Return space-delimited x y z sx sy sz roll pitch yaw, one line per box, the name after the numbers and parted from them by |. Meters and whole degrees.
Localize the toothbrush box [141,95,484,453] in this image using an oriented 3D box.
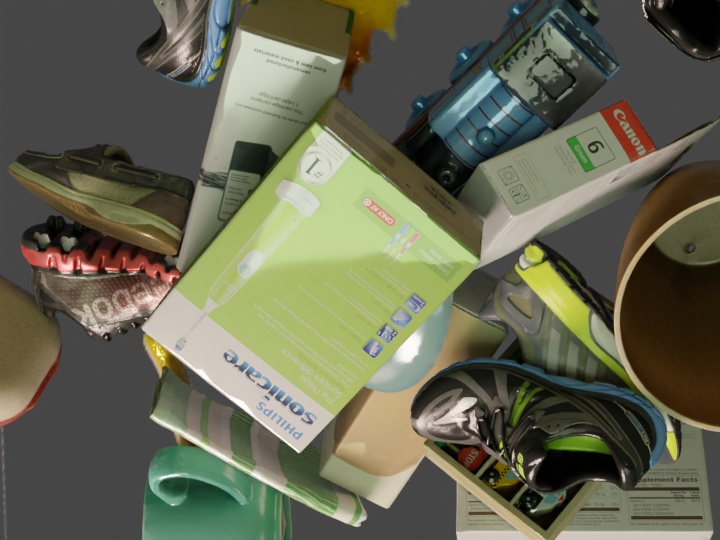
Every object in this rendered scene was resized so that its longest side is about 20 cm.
-0.032 0.003 0.880 0.146 0.086 0.200 39 109 -8 | toothbrush box

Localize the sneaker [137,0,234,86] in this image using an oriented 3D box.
-0.131 -0.236 0.943 0.083 0.071 0.200 11 118 -7 | sneaker

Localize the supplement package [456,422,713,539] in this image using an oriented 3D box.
0.183 0.197 1.064 0.200 0.111 0.156 -1 149 6 | supplement package

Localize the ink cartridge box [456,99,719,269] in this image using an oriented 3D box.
0.166 -0.076 0.951 0.200 0.109 0.050 -26 77 -20 | ink cartridge box

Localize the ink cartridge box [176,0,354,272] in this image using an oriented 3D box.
-0.073 -0.102 0.966 0.083 0.147 0.200 16 115 -6 | ink cartridge box

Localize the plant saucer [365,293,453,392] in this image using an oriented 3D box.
0.000 0.000 0.992 0.027 0.200 0.200 -7 121 -35 | plant saucer

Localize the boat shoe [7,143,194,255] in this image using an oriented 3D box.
-0.204 -0.068 1.004 0.066 0.201 0.072 -60 140 -10 | boat shoe

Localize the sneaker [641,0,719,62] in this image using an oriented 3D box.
0.224 -0.244 0.896 0.077 0.111 0.200 -19 111 13 | sneaker

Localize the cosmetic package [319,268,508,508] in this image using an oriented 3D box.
0.043 0.091 1.067 0.071 0.105 0.200 27 112 -9 | cosmetic package

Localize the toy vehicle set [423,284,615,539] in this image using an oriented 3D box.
0.161 0.110 1.010 0.124 0.200 0.027 35 158 23 | toy vehicle set

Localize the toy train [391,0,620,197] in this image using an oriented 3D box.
0.106 -0.130 0.955 0.087 0.114 0.200 42 111 -13 | toy train

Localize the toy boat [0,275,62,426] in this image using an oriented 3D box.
-0.370 0.062 1.093 0.200 0.131 0.131 33 142 -10 | toy boat

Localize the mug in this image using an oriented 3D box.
-0.123 0.230 1.101 0.114 0.185 0.152 -2 82 2 | mug

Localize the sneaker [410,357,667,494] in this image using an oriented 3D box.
0.123 0.118 0.925 0.200 0.083 0.071 7 129 29 | sneaker

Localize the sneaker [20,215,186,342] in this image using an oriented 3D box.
-0.190 0.015 1.068 0.200 0.071 0.098 8 111 3 | sneaker

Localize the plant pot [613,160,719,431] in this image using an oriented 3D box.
0.276 -0.009 0.948 0.186 0.200 0.186 2 115 4 | plant pot

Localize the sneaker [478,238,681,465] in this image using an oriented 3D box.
0.173 0.073 0.967 0.081 0.074 0.200 -40 86 20 | sneaker

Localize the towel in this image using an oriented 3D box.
-0.089 0.151 1.084 0.200 0.153 0.023 31 93 -11 | towel
